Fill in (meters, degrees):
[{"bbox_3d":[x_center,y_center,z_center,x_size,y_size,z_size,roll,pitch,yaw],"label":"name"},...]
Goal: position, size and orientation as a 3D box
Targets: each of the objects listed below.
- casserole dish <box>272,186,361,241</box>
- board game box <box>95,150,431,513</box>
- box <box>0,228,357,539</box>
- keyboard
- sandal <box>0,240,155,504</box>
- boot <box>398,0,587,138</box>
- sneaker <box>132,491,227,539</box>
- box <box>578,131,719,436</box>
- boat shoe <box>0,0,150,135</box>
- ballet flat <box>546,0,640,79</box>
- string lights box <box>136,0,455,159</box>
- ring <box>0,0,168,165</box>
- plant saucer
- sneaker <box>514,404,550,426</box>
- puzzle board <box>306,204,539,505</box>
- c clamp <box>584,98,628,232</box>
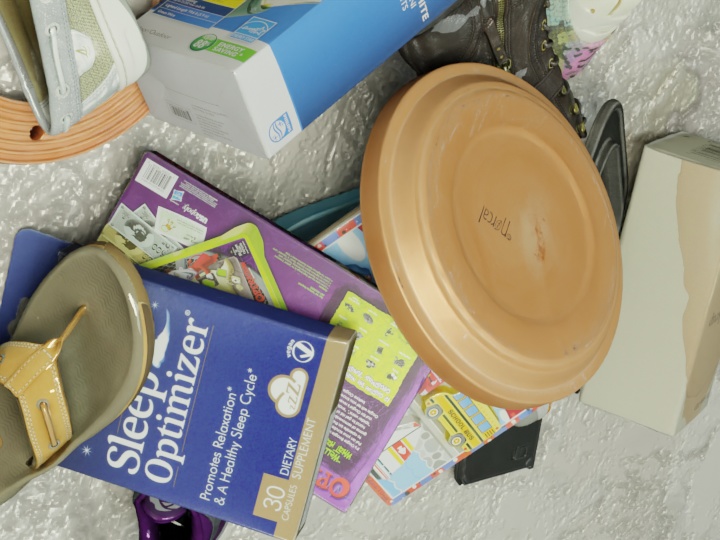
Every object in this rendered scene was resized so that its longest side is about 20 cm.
[{"bbox_3d":[0.000,0.000,1.049,0.199,0.039,0.122,-20,123,-30],"label":"casserole dish"},{"bbox_3d":[-0.062,0.034,0.921,0.120,0.199,0.032,-58,178,4],"label":"board game box"},{"bbox_3d":[-0.113,0.062,0.900,0.032,0.199,0.122,-49,156,-73],"label":"box"},{"bbox_3d":[0.126,0.057,1.195,0.127,0.021,0.201,-9,118,-35],"label":"keyboard"},{"bbox_3d":[-0.180,0.069,0.868,0.200,0.080,0.054,-43,171,23],"label":"sandal"},{"bbox_3d":[0.103,-0.146,1.012,0.200,0.069,0.174,-37,128,-7],"label":"boot"},{"bbox_3d":[-0.100,0.098,0.969,0.074,0.088,0.201,5,114,3],"label":"sneaker"},{"bbox_3d":[0.231,0.008,1.197,0.095,0.077,0.201,-24,130,-59],"label":"box"},{"bbox_3d":[-0.169,-0.153,0.785,0.065,0.074,0.202,-45,139,-18],"label":"boat shoe"},{"bbox_3d":[0.153,-0.210,1.044,0.069,0.071,0.201,-20,124,-39],"label":"ballet flat"},{"bbox_3d":[-0.022,-0.151,0.893,0.200,0.103,0.059,-43,133,-26],"label":"string lights box"},{"bbox_3d":[-0.164,-0.152,0.852,0.200,0.019,0.201,-19,122,-33],"label":"ring"},{"bbox_3d":[0.083,-0.023,0.928,0.200,0.032,0.201,16,65,-38],"label":"plant saucer"},{"bbox_3d":[0.050,0.036,1.040,0.092,0.076,0.200,-31,124,4],"label":"sneaker"},{"bbox_3d":[0.028,0.047,0.984,0.150,0.017,0.200,-35,125,6],"label":"puzzle board"},{"bbox_3d":[0.147,-0.022,1.092,0.200,0.027,0.172,56,49,-66],"label":"c clamp"}]
